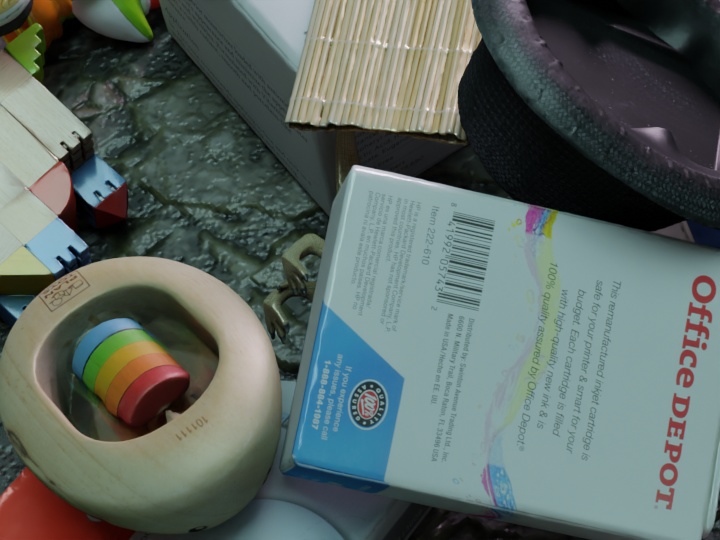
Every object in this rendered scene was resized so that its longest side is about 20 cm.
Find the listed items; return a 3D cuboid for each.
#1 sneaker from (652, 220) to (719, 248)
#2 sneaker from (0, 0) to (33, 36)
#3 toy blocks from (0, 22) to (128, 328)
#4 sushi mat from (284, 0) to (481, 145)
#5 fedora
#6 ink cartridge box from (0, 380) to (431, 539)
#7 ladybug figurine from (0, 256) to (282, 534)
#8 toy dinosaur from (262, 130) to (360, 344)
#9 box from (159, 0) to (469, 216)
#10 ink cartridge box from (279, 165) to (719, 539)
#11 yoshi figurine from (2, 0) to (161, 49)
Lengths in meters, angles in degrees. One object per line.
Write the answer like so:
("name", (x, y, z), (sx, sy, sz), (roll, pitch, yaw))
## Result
("sneaker", (0.170, -0.091, 1.175), (0.111, 0.077, 0.201), (-22, 81, -10))
("sneaker", (-0.245, -0.149, 1.288), (0.199, 0.088, 0.076), (10, 51, 45))
("toy blocks", (-0.206, -0.023, 1.217), (0.137, 0.100, 0.200), (41, 69, 16))
("sushi mat", (0.024, -0.148, 1.152), (0.095, 0.012, 0.201), (4, 55, 12))
("fedora", (0.120, -0.078, 1.079), (0.200, 0.092, 0.201), (22, 45, -24))
("ink cartridge box", (-0.082, 0.114, 1.113), (0.199, 0.047, 0.160), (28, 62, 25))
("ladybug figurine", (-0.107, 0.066, 1.103), (0.135, 0.072, 0.200), (-35, 41, -10))
("toy dinosaur", (0.000, 0.000, 1.146), (0.101, 0.058, 0.201), (-21, 85, -32))
("box", (0.004, -0.173, 1.263), (0.199, 0.131, 0.199), (-31, 55, -14))
("ink cartridge box", (0.073, 0.047, 1.053), (0.199, 0.085, 0.145), (13, 79, -4))
("yoshi figurine", (-0.145, -0.221, 1.343), (0.199, 0.112, 0.112), (-34, 48, -19))
